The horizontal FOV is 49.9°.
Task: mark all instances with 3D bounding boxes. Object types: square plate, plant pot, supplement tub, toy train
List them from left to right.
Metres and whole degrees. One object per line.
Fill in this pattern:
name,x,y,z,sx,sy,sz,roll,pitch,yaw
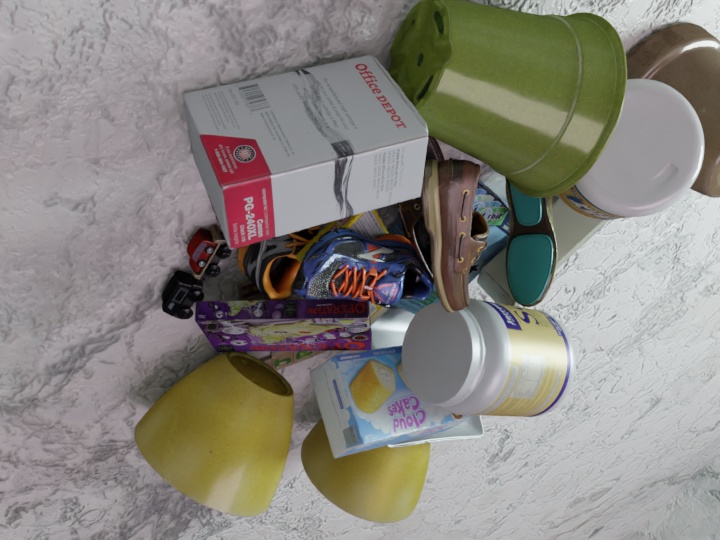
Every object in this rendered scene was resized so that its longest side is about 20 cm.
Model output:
toy train,-0.171,-0.024,0.863,0.046,0.034,0.201,19,120,-32
plant pot,-0.163,0.189,0.984,0.199,0.200,0.143,25,101,-48
plant pot,0.027,0.255,1.174,0.199,0.200,0.143,7,119,-40
square plate,0.086,0.152,1.125,0.197,0.202,0.028,4,156,-39
supplement tub,0.165,0.113,0.995,0.199,0.146,0.146,10,125,-39
plant pot,0.133,-0.194,0.797,0.188,0.201,0.201,11,125,-28
supplement tub,0.297,-0.133,0.900,0.144,0.145,0.200,-38,179,5
plant pot,0.437,-0.193,1.010,0.199,0.175,0.201,-20,139,-18

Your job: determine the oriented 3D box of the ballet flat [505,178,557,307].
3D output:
ballet flat,0.226,-0.055,1.018,0.070,0.071,0.202,-10,101,-27

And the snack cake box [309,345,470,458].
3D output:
snack cake box,0.041,0.164,1.010,0.199,0.116,0.067,-3,156,-42

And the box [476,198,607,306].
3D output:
box,0.261,-0.034,1.094,0.200,0.068,0.082,-40,167,-9

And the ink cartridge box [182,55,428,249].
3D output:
ink cartridge box,-0.053,-0.119,0.742,0.198,0.146,0.084,-16,140,-16

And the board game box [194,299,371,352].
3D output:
board game box,-0.086,0.067,0.921,0.198,0.033,0.120,-1,161,2

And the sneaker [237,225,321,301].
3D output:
sneaker,-0.072,-0.053,0.866,0.078,0.077,0.201,2,129,-35

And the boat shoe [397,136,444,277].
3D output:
boat shoe,0.078,-0.080,0.913,0.070,0.070,0.201,-18,121,-3

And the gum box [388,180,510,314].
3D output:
gum box,0.110,-0.032,1.049,0.200,0.045,0.169,-46,141,16

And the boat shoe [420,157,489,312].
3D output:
boat shoe,0.109,-0.033,0.852,0.067,0.072,0.201,-5,129,10

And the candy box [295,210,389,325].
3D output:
candy box,0.000,0.000,0.918,0.102,0.026,0.200,-46,148,-8

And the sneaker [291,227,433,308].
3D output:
sneaker,0.010,0.003,0.834,0.199,0.078,0.076,-8,130,-45

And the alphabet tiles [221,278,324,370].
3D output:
alphabet tiles,-0.108,0.069,1.029,0.166,0.008,0.201,-19,141,-18
